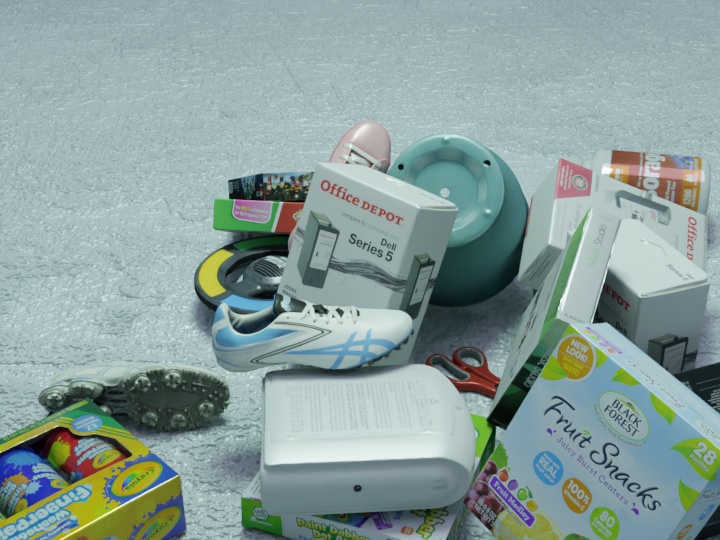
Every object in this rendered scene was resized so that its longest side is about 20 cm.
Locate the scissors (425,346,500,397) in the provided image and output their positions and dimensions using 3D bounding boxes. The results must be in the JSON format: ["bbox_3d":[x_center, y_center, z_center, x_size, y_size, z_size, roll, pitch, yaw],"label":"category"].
[{"bbox_3d":[0.153,0.137,1.174,0.073,0.014,0.200,-17,35,-31],"label":"scissors"}]

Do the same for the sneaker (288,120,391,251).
[{"bbox_3d":[-0.015,-0.095,1.278,0.075,0.201,0.105,32,-8,-8],"label":"sneaker"}]

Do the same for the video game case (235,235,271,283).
[{"bbox_3d":[-0.063,0.017,1.374,0.181,0.022,0.200,7,30,13],"label":"video game case"}]

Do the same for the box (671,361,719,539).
[{"bbox_3d":[0.316,0.170,0.992,0.199,0.079,0.142,-11,60,-18],"label":"box"}]

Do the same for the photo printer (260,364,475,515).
[{"bbox_3d":[0.006,0.154,1.002,0.199,0.070,0.167,-2,28,-4],"label":"photo printer"}]

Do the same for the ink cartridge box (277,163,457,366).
[{"bbox_3d":[0.000,0.000,1.153,0.145,0.201,0.084,26,15,32],"label":"ink cartridge box"}]

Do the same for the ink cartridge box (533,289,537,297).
[{"bbox_3d":[0.283,0.044,1.298,0.145,0.048,0.200,4,28,6],"label":"ink cartridge box"}]

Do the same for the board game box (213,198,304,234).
[{"bbox_3d":[-0.085,-0.067,1.428,0.199,0.041,0.153,3,1,2],"label":"board game box"}]

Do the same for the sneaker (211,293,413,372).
[{"bbox_3d":[-0.047,0.056,1.043,0.199,0.073,0.072,-5,24,-2],"label":"sneaker"}]

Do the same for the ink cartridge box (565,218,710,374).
[{"bbox_3d":[0.272,0.068,1.100,0.084,0.201,0.146,-10,31,-17],"label":"ink cartridge box"}]

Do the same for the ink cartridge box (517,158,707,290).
[{"bbox_3d":[0.297,-0.024,1.244,0.199,0.085,0.146,22,51,-8],"label":"ink cartridge box"}]

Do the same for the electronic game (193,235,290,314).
[{"bbox_3d":[-0.107,0.007,1.325,0.199,0.042,0.200,0,29,0],"label":"electronic game"}]

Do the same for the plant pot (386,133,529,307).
[{"bbox_3d":[0.106,-0.072,1.272,0.199,0.201,0.188,5,-12,9],"label":"plant pot"}]

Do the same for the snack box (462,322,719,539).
[{"bbox_3d":[0.200,0.171,0.888,0.068,0.201,0.169,3,31,-48],"label":"snack box"}]

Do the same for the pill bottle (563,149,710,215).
[{"bbox_3d":[0.381,-0.110,1.497,0.199,0.113,0.112,6,30,12],"label":"pill bottle"}]

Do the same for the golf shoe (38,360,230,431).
[{"bbox_3d":[-0.238,0.121,1.148,0.199,0.079,0.097,-1,24,-3],"label":"golf shoe"}]

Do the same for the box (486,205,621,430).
[{"bbox_3d":[0.185,0.051,1.034,0.036,0.200,0.145,23,54,4],"label":"box"}]

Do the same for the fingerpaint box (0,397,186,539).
[{"bbox_3d":[-0.289,0.217,0.976,0.200,0.074,0.167,-25,38,-35],"label":"fingerpaint box"}]

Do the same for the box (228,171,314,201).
[{"bbox_3d":[-0.095,-0.114,1.487,0.136,0.038,0.200,-3,3,-20],"label":"box"}]

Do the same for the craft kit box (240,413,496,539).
[{"bbox_3d":[0.014,0.196,1.042,0.197,0.049,0.200,13,32,16],"label":"craft kit box"}]
